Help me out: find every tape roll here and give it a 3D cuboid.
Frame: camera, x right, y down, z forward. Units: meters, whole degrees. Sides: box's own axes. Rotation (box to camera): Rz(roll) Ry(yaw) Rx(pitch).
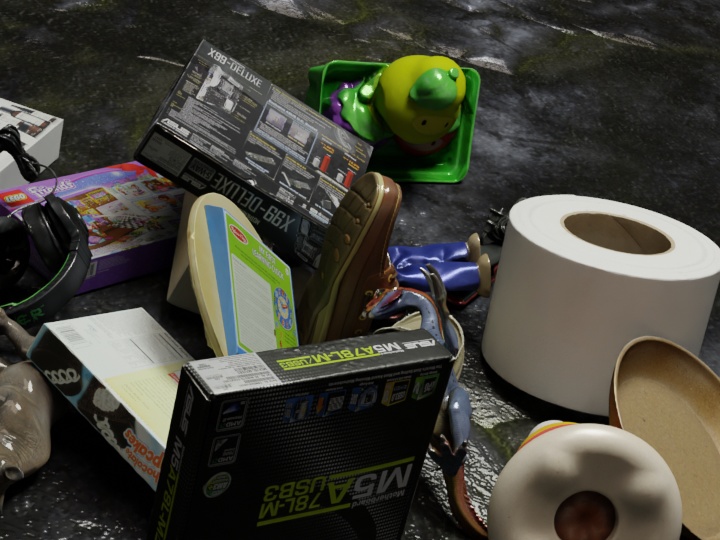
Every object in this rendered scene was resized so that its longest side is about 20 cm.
[{"bbox_3d":[0.222,0.028,1.371,0.202,0.140,0.203,9,22,-4],"label":"tape roll"}]

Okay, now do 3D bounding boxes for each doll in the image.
[{"bbox_3d":[0.020,0.006,1.395,0.199,0.049,0.137,-5,32,-7],"label":"doll"}]

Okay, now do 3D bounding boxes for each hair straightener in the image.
[{"bbox_3d":[0.146,-0.029,1.527,0.041,0.077,0.200,29,31,26],"label":"hair straightener"}]

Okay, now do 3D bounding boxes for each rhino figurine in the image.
[{"bbox_3d":[-0.267,0.111,1.098,0.087,0.060,0.200,33,27,-15],"label":"rhino figurine"}]

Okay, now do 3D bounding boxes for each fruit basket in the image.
[{"bbox_3d":[0.048,-0.171,1.648,0.215,0.156,0.216,6,15,-2],"label":"fruit basket"}]

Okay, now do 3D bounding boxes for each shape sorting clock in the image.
[{"bbox_3d":[-0.095,0.033,1.213,0.039,0.201,0.200,-15,24,16],"label":"shape sorting clock"}]

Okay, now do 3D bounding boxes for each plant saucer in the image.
[{"bbox_3d":[0.271,0.151,1.241,0.200,0.035,0.201,28,42,-29],"label":"plant saucer"}]

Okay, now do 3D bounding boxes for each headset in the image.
[{"bbox_3d":[-0.297,-0.035,1.276,0.123,0.094,0.200,-15,42,9],"label":"headset"}]

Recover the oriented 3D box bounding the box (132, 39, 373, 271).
[{"bbox_3d":[-0.094,-0.110,1.372,0.200,0.050,0.158,31,37,-11],"label":"box"}]

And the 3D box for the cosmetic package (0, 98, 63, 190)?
[{"bbox_3d":[-0.372,-0.108,1.451,0.082,0.051,0.200,17,29,6],"label":"cosmetic package"}]

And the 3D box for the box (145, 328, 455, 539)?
[{"bbox_3d":[-0.045,0.139,1.021,0.199,0.194,0.048,-6,32,-34],"label":"box"}]

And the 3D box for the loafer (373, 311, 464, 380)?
[{"bbox_3d":[0.044,0.079,1.297,0.075,0.068,0.200,24,30,15],"label":"loafer"}]

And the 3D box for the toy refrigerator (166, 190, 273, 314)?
[{"bbox_3d":[-0.123,-0.050,1.382,0.076,0.070,0.200,21,42,-17],"label":"toy refrigerator"}]

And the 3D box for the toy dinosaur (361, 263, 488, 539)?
[{"bbox_3d":[0.046,0.096,1.198,0.105,0.200,0.182,-15,28,18],"label":"toy dinosaur"}]

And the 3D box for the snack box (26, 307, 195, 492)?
[{"bbox_3d":[-0.148,0.109,1.127,0.200,0.037,0.116,42,24,22],"label":"snack box"}]

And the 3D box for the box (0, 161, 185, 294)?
[{"bbox_3d":[-0.237,-0.046,1.415,0.137,0.039,0.200,36,35,32],"label":"box"}]

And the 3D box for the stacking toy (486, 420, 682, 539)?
[{"bbox_3d":[0.163,0.170,1.174,0.146,0.147,0.200,12,10,-4],"label":"stacking toy"}]

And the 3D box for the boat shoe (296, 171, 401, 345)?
[{"bbox_3d":[0.000,0.001,1.281,0.067,0.200,0.072,11,37,-16],"label":"boat shoe"}]
